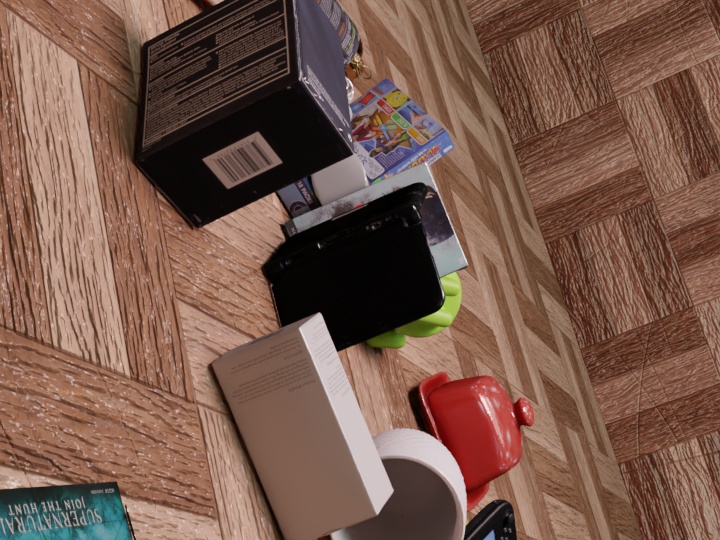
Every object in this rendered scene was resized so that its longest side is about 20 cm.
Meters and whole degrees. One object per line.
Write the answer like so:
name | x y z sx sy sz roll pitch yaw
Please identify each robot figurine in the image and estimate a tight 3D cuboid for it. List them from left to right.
robot figurine | 0.067 0.026 1.725 0.200 0.114 0.178 -151 -107 -70

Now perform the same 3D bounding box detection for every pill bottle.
pill bottle | -0.087 -0.382 1.838 0.200 0.105 0.107 45 28 -54

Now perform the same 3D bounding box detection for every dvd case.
dvd case | 0.020 -0.033 1.582 0.022 0.198 0.147 -162 -131 -88

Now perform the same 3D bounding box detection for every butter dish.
butter dish | 0.189 0.232 1.857 0.201 0.147 0.200 68 17 5

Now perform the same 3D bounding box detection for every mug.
mug | 0.026 0.235 1.387 0.199 0.148 0.175 36 10 0

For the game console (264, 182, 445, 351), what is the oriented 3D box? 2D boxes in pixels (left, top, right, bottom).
game console | 0.000 0.000 1.465 0.117 0.198 0.176 64 16 -12

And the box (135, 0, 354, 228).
box | -0.121 -0.184 1.316 0.123 0.198 0.200 50 24 -43

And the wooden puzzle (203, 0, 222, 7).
wooden puzzle | -0.191 -0.402 1.674 0.200 0.037 0.187 44 28 -63

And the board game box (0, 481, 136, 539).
board game box | -0.207 0.214 0.839 0.200 0.028 0.137 18 51 -69

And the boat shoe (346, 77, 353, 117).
boat shoe | -0.045 -0.242 1.706 0.200 0.068 0.073 32 38 -63

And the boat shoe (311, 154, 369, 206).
boat shoe | -0.009 -0.076 1.625 0.064 0.070 0.202 -58 124 -88

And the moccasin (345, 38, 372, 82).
moccasin | -0.025 -0.334 2.024 0.074 0.077 0.202 62 17 -17

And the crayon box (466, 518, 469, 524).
crayon box | 0.093 0.340 1.572 0.201 0.058 0.119 56 21 -35

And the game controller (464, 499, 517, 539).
game controller | 0.125 0.364 1.497 0.199 0.042 0.105 -36 120 -36

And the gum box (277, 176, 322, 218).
gum box | -0.065 -0.128 1.696 0.171 0.044 0.201 59 18 -28

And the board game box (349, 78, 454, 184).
board game box | 0.032 -0.193 1.805 0.200 0.135 0.035 51 -6 50

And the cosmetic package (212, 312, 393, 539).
cosmetic package | -0.056 0.159 1.249 0.085 0.107 0.202 -35 103 -74
